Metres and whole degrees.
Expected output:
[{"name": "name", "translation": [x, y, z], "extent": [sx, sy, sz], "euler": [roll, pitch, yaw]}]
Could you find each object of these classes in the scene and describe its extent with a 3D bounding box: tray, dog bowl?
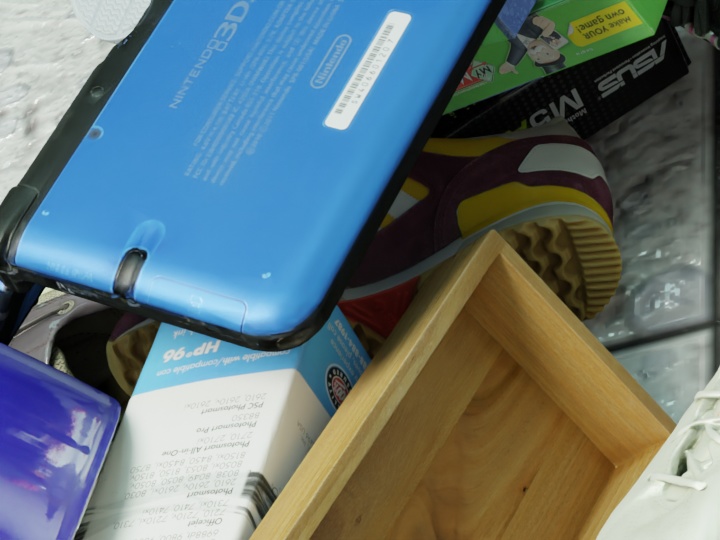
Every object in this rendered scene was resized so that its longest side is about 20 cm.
[{"name": "tray", "translation": [0.027, 0.083, 0.709], "extent": [0.037, 0.099, 0.200], "euler": [-35, 12, 42]}, {"name": "dog bowl", "translation": [-0.152, 0.117, 0.753], "extent": [0.200, 0.079, 0.200], "euler": [-156, 90, -84]}]

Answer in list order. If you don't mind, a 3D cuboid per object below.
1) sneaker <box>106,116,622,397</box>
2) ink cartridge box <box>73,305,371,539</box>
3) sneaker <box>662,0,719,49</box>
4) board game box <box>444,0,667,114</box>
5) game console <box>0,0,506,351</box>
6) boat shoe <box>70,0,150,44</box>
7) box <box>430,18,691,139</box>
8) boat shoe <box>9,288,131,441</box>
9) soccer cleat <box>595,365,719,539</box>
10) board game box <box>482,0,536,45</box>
[{"name": "sneaker", "translation": [0.000, 0.000, 0.894], "extent": [0.200, 0.075, 0.090], "euler": [-14, 38, 8]}, {"name": "ink cartridge box", "translation": [-0.039, 0.118, 0.733], "extent": [0.068, 0.116, 0.200], "euler": [-11, 39, 27]}, {"name": "sneaker", "translation": [0.147, -0.106, 0.889], "extent": [0.086, 0.080, 0.200], "euler": [2, 25, -6]}, {"name": "board game box", "translation": [0.047, -0.116, 0.916], "extent": [0.200, 0.029, 0.135], "euler": [-18, 37, 42]}, {"name": "game console", "translation": [-0.039, -0.045, 0.807], "extent": [0.171, 0.118, 0.200], "euler": [16, 61, 25]}, {"name": "boat shoe", "translation": [-0.042, -0.172, 0.946], "extent": [0.072, 0.062, 0.200], "euler": [44, 105, 24]}, {"name": "box", "translation": [0.015, -0.090, 1.013], "extent": [0.193, 0.048, 0.200], "euler": [-35, 36, -2]}, {"name": "boat shoe", "translation": [-0.123, 0.045, 0.926], "extent": [0.200, 0.072, 0.065], "euler": [-33, 30, -14]}, {"name": "soccer cleat", "translation": [0.132, 0.038, 0.712], "extent": [0.200, 0.078, 0.069], "euler": [-40, 36, -26]}, {"name": "board game box", "translation": [0.012, -0.131, 0.916], "extent": [0.200, 0.034, 0.135], "euler": [-10, 42, 50]}]
